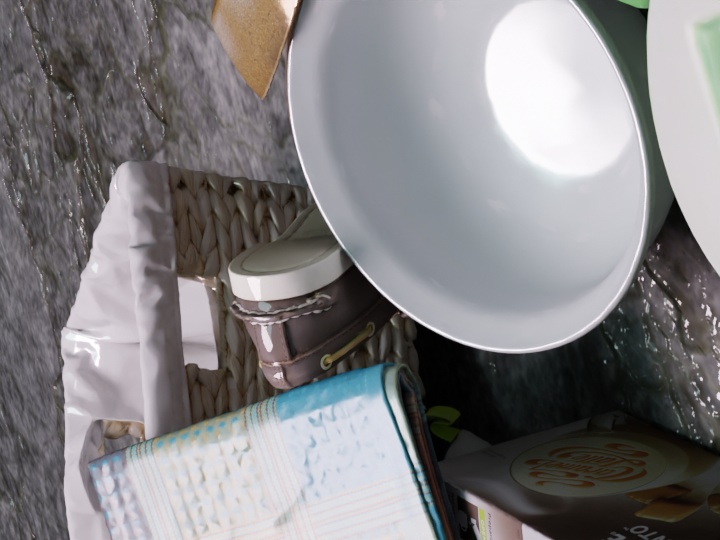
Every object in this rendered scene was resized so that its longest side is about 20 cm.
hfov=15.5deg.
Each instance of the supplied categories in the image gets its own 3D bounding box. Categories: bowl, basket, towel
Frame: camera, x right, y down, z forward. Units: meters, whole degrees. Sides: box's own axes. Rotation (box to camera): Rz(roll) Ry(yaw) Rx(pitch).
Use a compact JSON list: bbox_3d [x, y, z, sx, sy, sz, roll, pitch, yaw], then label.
[{"bbox_3d":[0.070,-0.071,1.173,0.201,0.090,0.201,20,122,35],"label":"bowl"},{"bbox_3d":[-0.067,0.072,1.437,0.200,0.161,0.198,117,151,-55],"label":"basket"},{"bbox_3d":[-0.035,0.134,1.243,0.200,0.022,0.147,-20,86,37],"label":"towel"}]

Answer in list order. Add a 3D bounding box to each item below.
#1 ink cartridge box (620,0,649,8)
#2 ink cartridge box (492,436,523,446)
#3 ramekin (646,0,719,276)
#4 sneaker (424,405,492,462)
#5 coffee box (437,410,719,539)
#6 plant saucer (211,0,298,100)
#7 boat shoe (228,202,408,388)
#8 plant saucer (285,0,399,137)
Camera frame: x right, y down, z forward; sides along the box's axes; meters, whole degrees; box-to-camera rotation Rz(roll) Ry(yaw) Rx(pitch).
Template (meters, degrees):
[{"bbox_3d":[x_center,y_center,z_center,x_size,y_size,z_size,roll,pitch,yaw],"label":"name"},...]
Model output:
[{"bbox_3d":[0.069,-0.215,1.019,0.146,0.084,0.200,22,147,15],"label":"ink cartridge box"},{"bbox_3d":[0.064,0.185,1.404,0.109,0.050,0.200,63,153,25],"label":"ink cartridge box"},{"bbox_3d":[0.188,-0.066,0.948,0.200,0.098,0.200,42,139,51],"label":"ramekin"},{"bbox_3d":[0.008,0.132,1.322,0.083,0.072,0.200,41,128,1],"label":"sneaker"},{"bbox_3d":[0.127,0.135,1.169,0.200,0.114,0.080,25,126,60],"label":"coffee box"},{"bbox_3d":[-0.036,-0.181,1.247,0.200,0.035,0.200,-165,90,-85],"label":"plant saucer"},{"bbox_3d":[0.000,0.000,1.290,0.072,0.200,0.060,-3,105,26],"label":"boat shoe"},{"bbox_3d":[0.003,-0.154,1.304,0.200,0.037,0.200,-173,90,-77],"label":"plant saucer"}]
